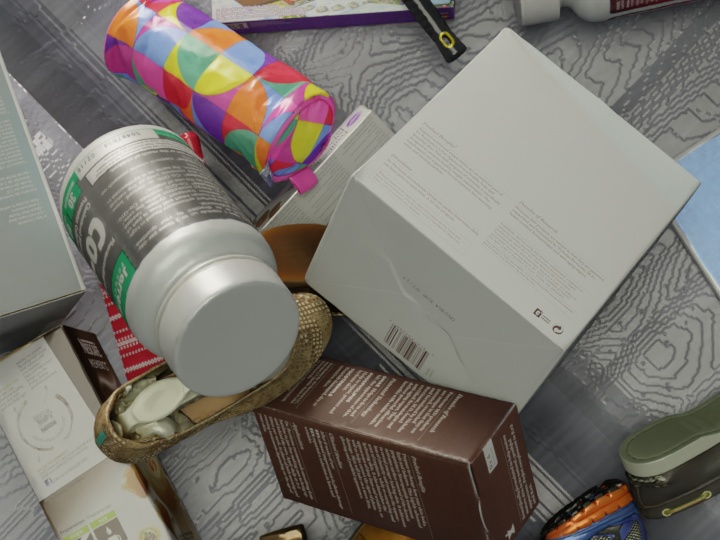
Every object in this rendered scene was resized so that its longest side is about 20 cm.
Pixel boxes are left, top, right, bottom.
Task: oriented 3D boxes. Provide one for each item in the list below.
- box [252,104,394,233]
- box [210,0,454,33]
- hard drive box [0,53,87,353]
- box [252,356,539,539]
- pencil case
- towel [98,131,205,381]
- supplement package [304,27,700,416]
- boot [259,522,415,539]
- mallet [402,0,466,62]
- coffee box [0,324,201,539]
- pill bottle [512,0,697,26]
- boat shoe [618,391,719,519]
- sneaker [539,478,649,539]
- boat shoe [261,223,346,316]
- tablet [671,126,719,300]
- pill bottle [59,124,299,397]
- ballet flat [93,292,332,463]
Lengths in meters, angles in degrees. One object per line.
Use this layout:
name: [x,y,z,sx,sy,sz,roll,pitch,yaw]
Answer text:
box: [-0.050,-0.045,1.310,0.041,0.039,0.200,42,89,-19]
box: [-0.024,-0.269,1.336,0.198,0.039,0.138,-3,83,4]
hard drive box: [-0.295,-0.046,1.270,0.076,0.156,0.202,-17,83,-25]
box: [0.025,0.135,1.212,0.199,0.101,0.075,13,43,36]
pencil case: [-0.111,-0.143,1.286,0.200,0.088,0.089,37,88,24]
towel: [-0.151,0.006,1.291,0.144,0.022,0.202,-22,81,38]
supplement package: [0.103,-0.028,1.209,0.191,0.147,0.200,40,56,8]
boot: [0.024,0.255,1.271,0.199,0.071,0.145,-15,88,8]
mallet: [0.009,-0.244,1.293,0.065,0.041,0.201,-29,85,-1]
coffee box: [-0.207,0.150,1.270,0.079,0.114,0.201,-29,83,0]
pill bottle: [0.214,-0.257,1.281,0.198,0.110,0.111,-11,83,3]
boat shoe: [0.296,0.128,1.260,0.200,0.072,0.061,-22,111,-7]
sneaker: [0.141,0.246,1.256,0.199,0.075,0.079,-36,86,2]
boat shoe: [0.000,0.000,1.288,0.198,0.070,0.071,2,58,-17]
tablet: [0.342,-0.073,1.301,0.199,0.014,0.131,-33,83,1]
pill bottle: [-0.128,-0.008,1.156,0.113,0.113,0.200,-41,46,0]
ballet flat: [-0.105,0.078,1.196,0.199,0.065,0.071,-34,83,-9]
